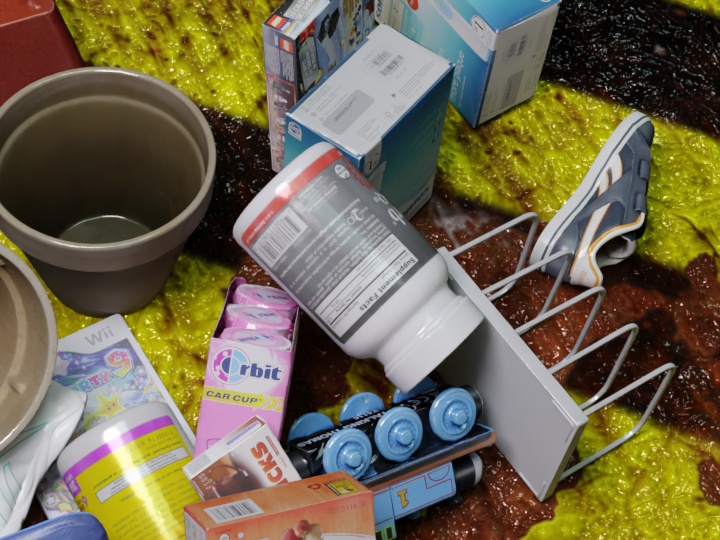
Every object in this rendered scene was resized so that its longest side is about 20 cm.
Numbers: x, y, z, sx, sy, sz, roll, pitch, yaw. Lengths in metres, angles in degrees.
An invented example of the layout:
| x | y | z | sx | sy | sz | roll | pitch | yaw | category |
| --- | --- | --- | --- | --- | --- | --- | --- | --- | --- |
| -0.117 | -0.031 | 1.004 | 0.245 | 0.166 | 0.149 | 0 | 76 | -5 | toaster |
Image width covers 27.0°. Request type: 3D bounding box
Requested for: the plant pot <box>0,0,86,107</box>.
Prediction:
| x | y | z | sx | sy | sz | roll | pitch | yaw | category |
| --- | --- | --- | --- | --- | --- | --- | --- | --- | --- |
| -0.368 | -0.218 | 1.436 | 0.200 | 0.176 | 0.200 | -19 | 61 | -18 | plant pot |

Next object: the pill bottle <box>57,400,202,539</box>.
| x | y | z | sx | sy | sz | roll | pitch | yaw | category |
| --- | --- | --- | --- | --- | --- | --- | --- | --- | --- |
| -0.154 | 0.213 | 1.203 | 0.104 | 0.104 | 0.200 | -27 | 78 | -22 | pill bottle |

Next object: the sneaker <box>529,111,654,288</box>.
| x | y | z | sx | sy | sz | roll | pitch | yaw | category |
| --- | --- | --- | --- | --- | --- | --- | --- | --- | --- |
| 0.248 | -0.063 | 1.461 | 0.079 | 0.078 | 0.200 | 29 | 69 | 19 | sneaker |

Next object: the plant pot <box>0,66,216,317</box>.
| x | y | z | sx | sy | sz | roll | pitch | yaw | category |
| --- | --- | --- | --- | --- | --- | --- | --- | --- | --- |
| -0.229 | -0.053 | 1.342 | 0.200 | 0.174 | 0.200 | 2 | 56 | -4 | plant pot |

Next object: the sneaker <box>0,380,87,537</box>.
| x | y | z | sx | sy | sz | roll | pitch | yaw | category |
| --- | --- | --- | --- | --- | --- | --- | --- | --- | --- |
| -0.300 | 0.174 | 1.225 | 0.080 | 0.070 | 0.200 | 28 | 69 | -9 | sneaker |

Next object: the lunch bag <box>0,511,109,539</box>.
| x | y | z | sx | sy | sz | roll | pitch | yaw | category |
| --- | --- | --- | --- | --- | --- | --- | --- | --- | --- |
| -0.229 | 0.281 | 1.101 | 0.136 | 0.200 | 0.132 | -18 | 57 | -14 | lunch bag |

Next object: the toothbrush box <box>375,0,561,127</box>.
| x | y | z | sx | sy | sz | roll | pitch | yaw | category |
| --- | --- | --- | --- | --- | --- | --- | --- | --- | --- |
| 0.099 | -0.273 | 1.533 | 0.085 | 0.147 | 0.200 | -27 | 64 | -22 | toothbrush box |

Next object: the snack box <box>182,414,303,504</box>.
| x | y | z | sx | sy | sz | roll | pitch | yaw | category |
| --- | --- | --- | --- | --- | --- | --- | --- | --- | --- |
| -0.059 | 0.209 | 1.169 | 0.072 | 0.200 | 0.024 | -36 | 27 | -13 | snack box |

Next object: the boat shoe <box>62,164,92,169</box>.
| x | y | z | sx | sy | sz | roll | pitch | yaw | category |
| --- | --- | --- | --- | --- | --- | --- | --- | --- | --- |
| -0.279 | -0.108 | 1.432 | 0.200 | 0.069 | 0.057 | -5 | 59 | -25 | boat shoe |

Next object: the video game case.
| x | y | z | sx | sy | sz | roll | pitch | yaw | category |
| --- | --- | --- | --- | --- | --- | --- | --- | --- | --- |
| -0.228 | 0.143 | 1.305 | 0.143 | 0.018 | 0.200 | -25 | 62 | -21 | video game case |

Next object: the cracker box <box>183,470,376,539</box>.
| x | y | z | sx | sy | sz | roll | pitch | yaw | category |
| --- | --- | --- | --- | --- | --- | --- | --- | --- | --- |
| -0.055 | 0.264 | 1.134 | 0.134 | 0.200 | 0.058 | -10 | 16 | -23 | cracker box |

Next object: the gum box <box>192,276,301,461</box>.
| x | y | z | sx | sy | sz | roll | pitch | yaw | category |
| --- | --- | --- | --- | --- | --- | --- | --- | --- | --- |
| -0.090 | 0.086 | 1.248 | 0.066 | 0.114 | 0.200 | 9 | 14 | -2 | gum box |

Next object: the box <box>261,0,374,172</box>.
| x | y | z | sx | sy | sz | roll | pitch | yaw | category |
| --- | --- | --- | --- | --- | --- | --- | --- | --- | --- |
| -0.037 | -0.197 | 1.443 | 0.040 | 0.200 | 0.137 | 26 | 57 | 19 | box |

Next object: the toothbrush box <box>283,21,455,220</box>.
| x | y | z | sx | sy | sz | roll | pitch | yaw | category |
| --- | --- | --- | --- | --- | --- | --- | --- | --- | --- |
| 0.003 | -0.103 | 1.386 | 0.085 | 0.200 | 0.146 | 33 | 60 | 18 | toothbrush box |

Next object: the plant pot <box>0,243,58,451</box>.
| x | y | z | sx | sy | sz | roll | pitch | yaw | category |
| --- | --- | --- | --- | --- | --- | --- | --- | --- | --- |
| -0.369 | 0.042 | 1.190 | 0.200 | 0.201 | 0.183 | -30 | 30 | -23 | plant pot |

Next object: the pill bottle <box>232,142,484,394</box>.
| x | y | z | sx | sy | sz | roll | pitch | yaw | category |
| --- | --- | --- | --- | --- | --- | --- | --- | --- | --- |
| 0.000 | 0.000 | 1.248 | 0.200 | 0.116 | 0.116 | 46 | 62 | 2 | pill bottle |

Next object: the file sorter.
| x | y | z | sx | sy | sz | roll | pitch | yaw | category |
| --- | --- | --- | --- | --- | --- | --- | --- | --- | --- |
| 0.158 | 0.069 | 1.327 | 0.124 | 0.139 | 0.200 | -27 | 63 | -25 | file sorter |

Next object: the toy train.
| x | y | z | sx | sy | sz | roll | pitch | yaw | category |
| --- | --- | --- | --- | --- | --- | --- | --- | --- | --- |
| 0.023 | 0.163 | 1.265 | 0.200 | 0.114 | 0.087 | -18 | 18 | -29 | toy train |
